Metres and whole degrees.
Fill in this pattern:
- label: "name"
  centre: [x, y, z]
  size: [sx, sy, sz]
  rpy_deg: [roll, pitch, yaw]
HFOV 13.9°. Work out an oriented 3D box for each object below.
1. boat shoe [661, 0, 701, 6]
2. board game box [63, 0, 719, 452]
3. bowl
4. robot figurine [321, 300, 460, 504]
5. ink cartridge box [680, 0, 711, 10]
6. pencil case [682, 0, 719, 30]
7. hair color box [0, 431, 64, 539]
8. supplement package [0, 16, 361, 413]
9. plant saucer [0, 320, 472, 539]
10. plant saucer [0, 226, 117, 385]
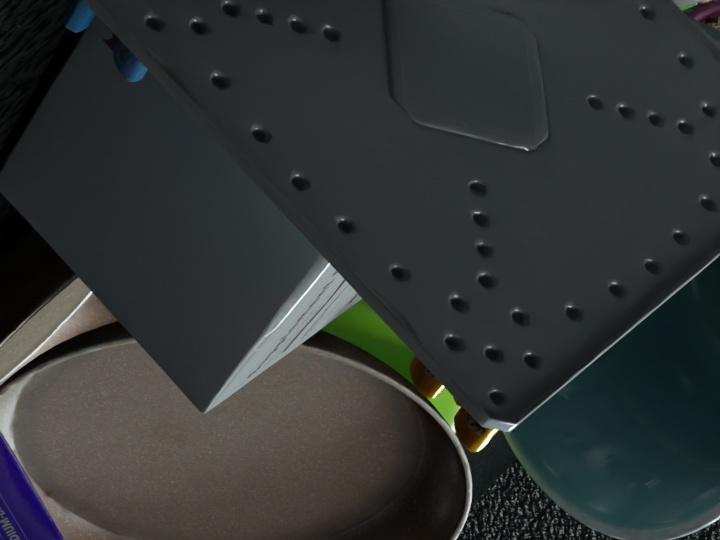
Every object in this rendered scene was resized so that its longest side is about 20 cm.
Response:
- label: "boat shoe"
  centre: [0.154, -0.176, 1.017]
  size: [0.200, 0.071, 0.070]
  rpy_deg: [-40, 142, 13]
- label: "board game box"
  centre: [0.030, -0.060, 0.969]
  size: [0.200, 0.200, 0.026]
  rpy_deg: [-36, 169, -43]
- label: "bowl"
  centre: [0.139, -0.002, 1.128]
  size: [0.105, 0.201, 0.201]
  rpy_deg: [-4, 147, -34]
- label: "robot figurine"
  centre: [0.000, 0.000, 1.240]
  size: [0.176, 0.115, 0.201]
  rpy_deg: [101, 0, -49]
- label: "ink cartridge box"
  centre: [0.143, -0.091, 1.431]
  size: [0.146, 0.083, 0.201]
  rpy_deg: [-34, 136, -49]
- label: "pencil case"
  centre: [0.107, -0.058, 1.290]
  size: [0.200, 0.087, 0.083]
  rpy_deg: [-18, -148, 55]
- label: "hair color box"
  centre: [-0.216, 0.134, 1.066]
  size: [0.199, 0.065, 0.109]
  rpy_deg: [-20, 159, -34]
- label: "supplement package"
  centre: [-0.010, -0.063, 1.048]
  size: [0.200, 0.117, 0.117]
  rpy_deg: [-35, 169, -44]
- label: "plant saucer"
  centre: [-0.056, 0.074, 1.142]
  size: [0.200, 0.199, 0.032]
  rpy_deg: [126, -27, -47]
- label: "plant saucer"
  centre: [-0.132, 0.028, 1.169]
  size: [0.200, 0.037, 0.200]
  rpy_deg: [-44, 171, -8]
